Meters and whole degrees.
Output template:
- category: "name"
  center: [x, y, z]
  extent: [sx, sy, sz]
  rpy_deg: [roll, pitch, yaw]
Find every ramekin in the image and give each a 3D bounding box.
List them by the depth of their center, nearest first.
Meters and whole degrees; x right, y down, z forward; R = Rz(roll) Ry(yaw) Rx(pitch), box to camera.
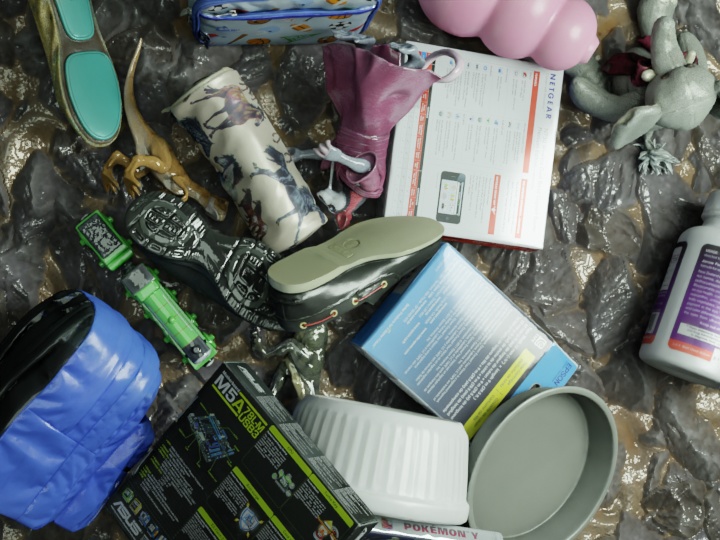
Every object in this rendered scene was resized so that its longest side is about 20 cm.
- category: "ramekin"
  center: [0.015, 0.181, 1.059]
  extent: [0.201, 0.202, 0.095]
  rpy_deg: [12, 85, -9]

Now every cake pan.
- category: "cake pan"
  center: [0.183, 0.209, 1.131]
  extent: [0.199, 0.037, 0.202]
  rpy_deg: [-11, 112, -29]

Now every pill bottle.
- category: "pill bottle"
  center: [0.386, 0.020, 1.174]
  extent: [0.111, 0.111, 0.201]
  rpy_deg: [22, 85, -8]

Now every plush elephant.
- category: "plush elephant"
  center: [0.316, -0.201, 1.146]
  extent: [0.164, 0.155, 0.201]
  rpy_deg: [-20, 91, -10]

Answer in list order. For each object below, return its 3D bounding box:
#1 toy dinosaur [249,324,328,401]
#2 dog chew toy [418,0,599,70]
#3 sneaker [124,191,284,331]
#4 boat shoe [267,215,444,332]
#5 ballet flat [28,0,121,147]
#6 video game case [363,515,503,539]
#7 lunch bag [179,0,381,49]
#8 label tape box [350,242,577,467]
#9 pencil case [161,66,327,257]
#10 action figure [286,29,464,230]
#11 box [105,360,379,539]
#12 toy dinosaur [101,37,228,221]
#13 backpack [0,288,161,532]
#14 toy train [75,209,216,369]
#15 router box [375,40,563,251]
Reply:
- category: "toy dinosaur"
  center: [-0.073, 0.098, 1.128]
  extent: [0.088, 0.047, 0.201]
  rpy_deg: [1, 91, -16]
- category: "dog chew toy"
  center: [0.158, -0.279, 1.129]
  extent: [0.199, 0.125, 0.125]
  rpy_deg: [33, 83, 3]
- category: "sneaker"
  center: [-0.147, -0.006, 1.093]
  extent: [0.200, 0.091, 0.076]
  rpy_deg: [37, 72, -6]
- category: "boat shoe"
  center: [-0.002, -0.001, 1.078]
  extent: [0.201, 0.074, 0.063]
  rpy_deg: [-24, 126, -28]
- category: "ballet flat"
  center: [-0.291, -0.217, 1.090]
  extent: [0.070, 0.071, 0.201]
  rpy_deg: [-15, 90, -10]
- category: "video game case"
  center: [0.016, 0.300, 1.062]
  extent: [0.181, 0.200, 0.023]
  rpy_deg: [13, 46, -20]
- category: "lunch bag"
  center: [-0.082, -0.275, 1.078]
  extent: [0.199, 0.160, 0.076]
  rpy_deg: [-6, 89, -11]
- category: "label tape box"
  center: [0.110, 0.088, 1.149]
  extent: [0.200, 0.066, 0.143]
  rpy_deg: [42, 82, -12]
- category: "pencil case"
  center: [-0.113, -0.104, 1.098]
  extent: [0.078, 0.089, 0.201]
  rpy_deg: [-44, 107, -44]
- category: "action figure"
  center: [0.004, -0.139, 1.108]
  extent: [0.148, 0.134, 0.201]
  rpy_deg: [-1, 110, -23]
- category: "box"
  center: [-0.113, 0.219, 0.979]
  extent: [0.193, 0.047, 0.200]
  rpy_deg: [-49, 67, 11]
- category: "toy dinosaur"
  center: [-0.217, -0.122, 1.112]
  extent: [0.106, 0.060, 0.201]
  rpy_deg: [-40, 100, -38]
- category: "backpack"
  center: [-0.282, 0.128, 1.037]
  extent: [0.168, 0.162, 0.200]
  rpy_deg: [40, 81, -36]
- category: "toy train"
  center: [-0.216, 0.020, 1.099]
  extent: [0.042, 0.056, 0.200]
  rpy_deg: [-41, 95, -9]
- category: "router box"
  center: [0.117, -0.130, 1.164]
  extent: [0.178, 0.049, 0.201]
  rpy_deg: [8, 87, -9]
